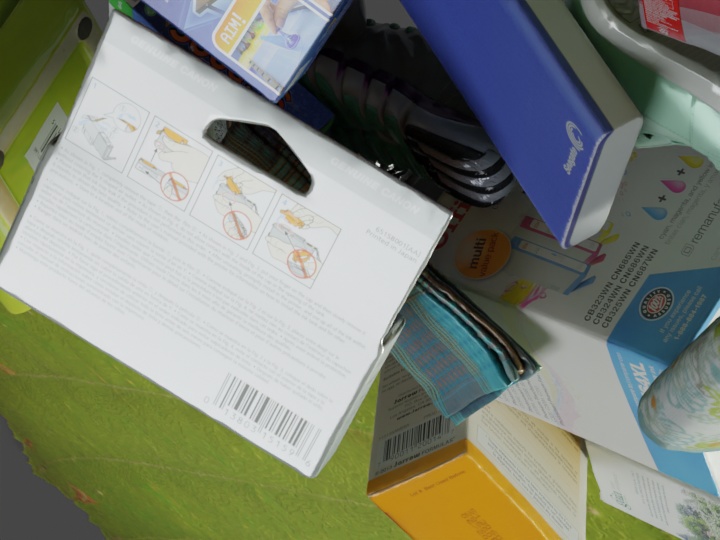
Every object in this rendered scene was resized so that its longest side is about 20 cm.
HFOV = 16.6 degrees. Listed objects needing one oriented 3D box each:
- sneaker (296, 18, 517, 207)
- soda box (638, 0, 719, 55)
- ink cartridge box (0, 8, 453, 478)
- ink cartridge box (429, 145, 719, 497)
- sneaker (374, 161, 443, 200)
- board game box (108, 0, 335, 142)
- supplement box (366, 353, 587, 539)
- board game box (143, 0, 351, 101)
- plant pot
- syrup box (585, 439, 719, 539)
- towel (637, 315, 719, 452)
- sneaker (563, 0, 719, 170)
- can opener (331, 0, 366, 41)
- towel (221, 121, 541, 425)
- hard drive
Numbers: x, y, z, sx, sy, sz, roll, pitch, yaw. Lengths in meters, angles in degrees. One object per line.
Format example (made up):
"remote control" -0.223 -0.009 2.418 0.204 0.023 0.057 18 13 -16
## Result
"sneaker" 0.026 -0.103 1.293 0.200 0.088 0.074 30 161 38
"soda box" 0.213 -0.107 0.999 0.200 0.070 0.063 25 158 24
"ink cartridge box" -0.068 -0.017 1.236 0.200 0.044 0.174 31 117 6
"ink cartridge box" 0.126 0.005 1.304 0.200 0.129 0.125 22 155 33
"sneaker" -0.007 -0.080 1.408 0.200 0.070 0.090 44 161 -18
"board game box" -0.081 -0.087 1.373 0.135 0.034 0.200 42 165 8
"supplement box" 0.074 0.089 1.474 0.074 0.200 0.126 -27 122 26
"board game box" -0.039 -0.189 1.101 0.135 0.034 0.200 38 127 1
"plant pot" -0.261 -0.097 1.603 0.181 0.199 0.200 18 154 26
"syrup box" 0.240 0.129 1.471 0.200 0.081 0.079 25 156 28
"towel" 0.233 0.025 1.114 0.171 0.200 0.048 104 149 -72
"sneaker" 0.176 -0.072 1.140 0.200 0.074 0.118 37 163 -3
"can opener" -0.031 -0.194 1.204 0.053 0.067 0.200 -8 146 1
"towel" 0.000 0.000 1.293 0.200 0.022 0.147 43 164 0
"hard drive" 0.059 -0.119 1.157 0.200 0.025 0.132 58 166 17
